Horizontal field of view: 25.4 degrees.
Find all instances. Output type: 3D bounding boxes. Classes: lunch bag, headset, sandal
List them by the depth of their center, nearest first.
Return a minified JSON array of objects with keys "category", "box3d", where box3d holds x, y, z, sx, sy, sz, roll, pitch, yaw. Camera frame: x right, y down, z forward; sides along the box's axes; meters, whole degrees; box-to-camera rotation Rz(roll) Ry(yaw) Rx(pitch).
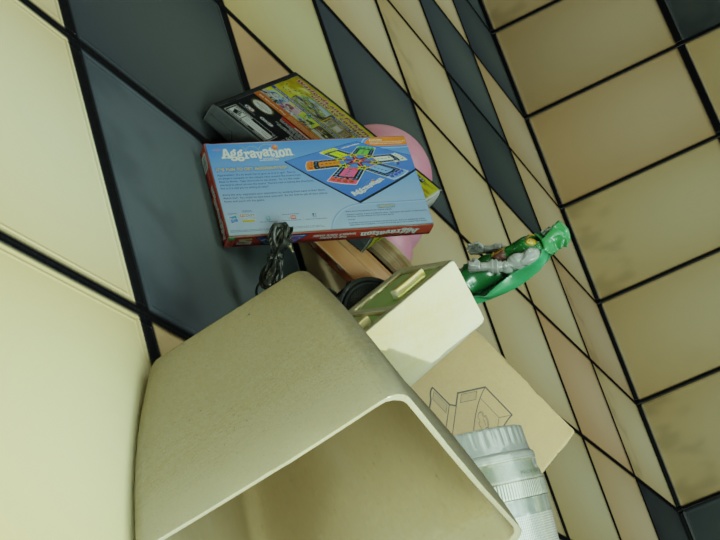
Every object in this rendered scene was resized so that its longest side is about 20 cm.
[{"category":"lunch bag","box3d":[0.020,0.233,1.224,0.200,0.132,0.136,64,10,17]},{"category":"headset","box3d":[-0.017,0.031,1.437,0.200,0.123,0.094,27,63,-43]},{"category":"sandal","box3d":[0.011,-0.058,1.617,0.078,0.070,0.212,48,-5,-36]}]

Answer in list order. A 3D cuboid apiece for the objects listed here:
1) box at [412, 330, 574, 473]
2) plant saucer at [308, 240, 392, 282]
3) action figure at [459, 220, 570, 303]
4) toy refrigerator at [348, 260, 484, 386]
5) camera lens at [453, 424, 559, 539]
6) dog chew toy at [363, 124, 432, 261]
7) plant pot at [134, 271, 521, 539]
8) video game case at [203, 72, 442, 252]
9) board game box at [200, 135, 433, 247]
[{"category":"box","box3d":[0.095,0.160,1.509,0.164,0.021,0.200,46,53,2]},{"category":"plant saucer","box3d":[0.000,0.000,1.564,0.200,0.032,0.200,44,-3,3]},{"category":"action figure","box3d":[0.131,0.001,1.687,0.055,0.200,0.118,61,14,-12]},{"category":"toy refrigerator","box3d":[0.005,0.069,1.329,0.200,0.076,0.070,-38,107,-33]},{"category":"camera lens","box3d":[0.092,0.246,1.361,0.160,0.159,0.201,19,57,-71]},{"category":"dog chew toy","box3d":[0.017,-0.066,1.743,0.125,0.124,0.200,53,26,-39]},{"category":"plant pot","box3d":[-0.039,0.124,1.102,0.200,0.199,0.177,51,10,-43]},{"category":"video game case","box3d":[-0.033,-0.110,1.557,0.200,0.026,0.181,39,28,9]},{"category":"board game box","box3d":[-0.039,-0.074,1.456,0.019,0.199,0.103,120,-40,-54]}]
